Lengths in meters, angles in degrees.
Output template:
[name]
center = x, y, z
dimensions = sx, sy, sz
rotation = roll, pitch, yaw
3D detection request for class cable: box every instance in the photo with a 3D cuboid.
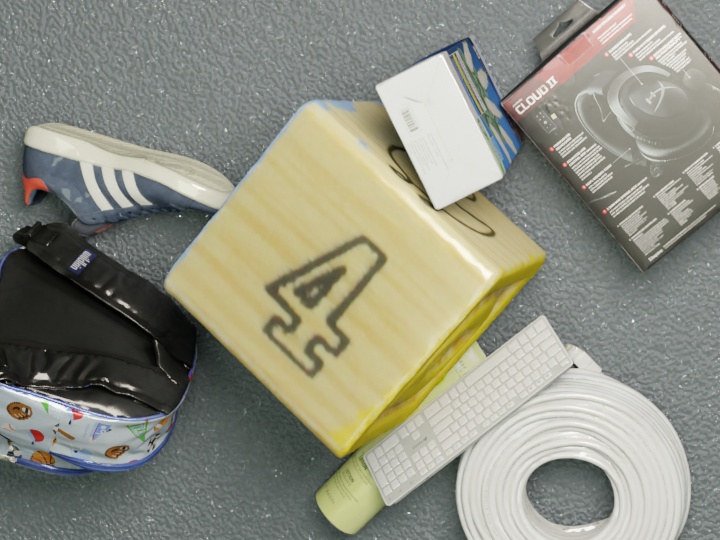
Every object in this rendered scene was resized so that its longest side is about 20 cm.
[cable]
center = 0.181, 0.185, 1.367
dimensions = 0.200, 0.069, 0.200
rotation = 34, 105, 2

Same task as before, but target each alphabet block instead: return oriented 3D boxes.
[alphabet block]
center = 0.000, 0.000, 1.284
dimensions = 0.200, 0.195, 0.197
rotation = 43, 107, 9

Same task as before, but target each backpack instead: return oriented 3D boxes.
[backpack]
center = -0.240, 0.087, 1.370
dimensions = 0.190, 0.201, 0.154
rotation = 17, 135, -1

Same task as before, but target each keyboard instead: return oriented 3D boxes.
[keyboard]
center = 0.088, 0.117, 1.342
dimensions = 0.200, 0.011, 0.056
rotation = -39, 57, 13

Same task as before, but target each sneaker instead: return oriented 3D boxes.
[sneaker]
center = -0.201, -0.064, 1.388
dimensions = 0.199, 0.075, 0.085
rotation = 17, 103, 17

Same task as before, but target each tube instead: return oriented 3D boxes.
[tube]
center = 0.042, 0.144, 1.393
dimensions = 0.058, 0.052, 0.200
rotation = 45, 107, 2

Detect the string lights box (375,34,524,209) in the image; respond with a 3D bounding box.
[string lights box]
center = 0.074, -0.120, 1.255
dimensions = 0.059, 0.200, 0.103
rotation = -25, 97, 15

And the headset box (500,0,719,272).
[headset box]
center = 0.220, -0.125, 1.291
dimensions = 0.149, 0.077, 0.200
rotation = -41, 91, 15
